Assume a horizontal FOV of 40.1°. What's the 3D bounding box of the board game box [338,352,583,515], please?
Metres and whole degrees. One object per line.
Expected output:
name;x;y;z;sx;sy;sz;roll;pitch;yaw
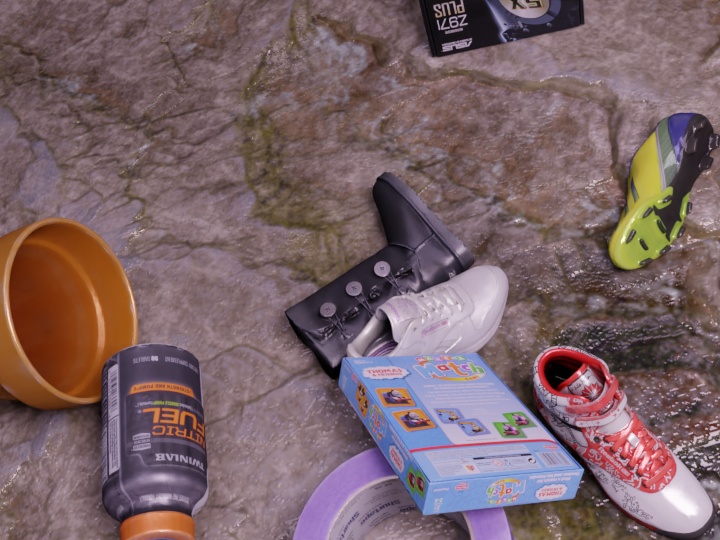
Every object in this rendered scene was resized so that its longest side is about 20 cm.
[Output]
board game box;0.084;0.139;0.894;0.150;0.037;0.200;0;26;-23

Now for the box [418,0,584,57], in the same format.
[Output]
box;0.166;-0.367;1.209;0.198;0.164;0.087;-10;55;9

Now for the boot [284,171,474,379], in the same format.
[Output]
boot;0.000;0.000;1.084;0.199;0.066;0.165;-40;54;-5

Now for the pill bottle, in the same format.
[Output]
pill bottle;-0.207;0.184;0.995;0.105;0.107;0.202;-15;55;6

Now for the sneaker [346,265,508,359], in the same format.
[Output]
sneaker;0.070;0.055;1.001;0.199;0.100;0.075;-37;53;-11

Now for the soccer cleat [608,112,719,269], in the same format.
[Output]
soccer cleat;0.312;-0.083;1.055;0.083;0.065;0.201;7;60;55

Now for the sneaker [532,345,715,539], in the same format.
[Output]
sneaker;0.230;0.150;0.885;0.067;0.108;0.201;-39;56;-11

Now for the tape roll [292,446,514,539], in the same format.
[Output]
tape roll;0.042;0.264;0.882;0.198;0.085;0.202;-7;57;11

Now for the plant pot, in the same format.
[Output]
plant pot;-0.378;0.062;1.085;0.182;0.200;0.202;-15;53;25
